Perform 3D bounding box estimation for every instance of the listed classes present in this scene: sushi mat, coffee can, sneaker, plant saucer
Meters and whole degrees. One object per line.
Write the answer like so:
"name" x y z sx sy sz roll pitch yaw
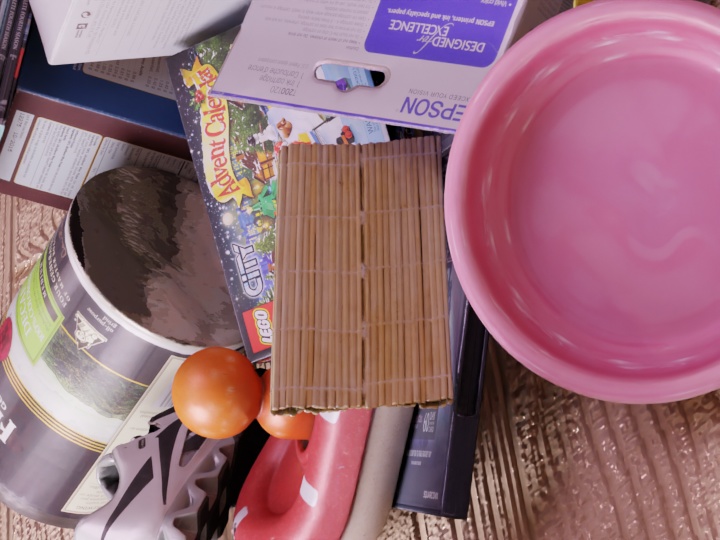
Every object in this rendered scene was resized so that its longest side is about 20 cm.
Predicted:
"sushi mat" 0.000 0.000 1.238 0.012 0.095 0.201 88 -179 -47
"coffee can" -0.163 0.052 1.493 0.200 0.145 0.147 -52 30 38
"sneaker" -0.111 0.115 1.398 0.200 0.088 0.075 -55 -27 -56
"plant saucer" 0.142 -0.035 1.147 0.201 0.200 0.051 -57 -13 8

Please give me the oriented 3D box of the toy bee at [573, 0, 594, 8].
"toy bee" 0.139 -0.074 1.217 0.131 0.108 0.200 46 127 13

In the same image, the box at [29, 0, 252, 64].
"box" -0.110 -0.214 1.442 0.098 0.198 0.125 -56 48 52

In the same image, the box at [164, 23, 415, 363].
"box" -0.031 -0.059 1.398 0.136 0.038 0.202 -21 80 26

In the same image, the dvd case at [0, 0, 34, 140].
"dvd case" -0.235 -0.133 1.486 0.146 0.022 0.201 122 160 -53

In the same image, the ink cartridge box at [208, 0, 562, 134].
"ink cartridge box" 0.029 -0.168 1.306 0.197 0.043 0.201 13 73 39

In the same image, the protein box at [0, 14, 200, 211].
"protein box" -0.129 -0.143 1.546 0.135 0.198 0.200 126 156 -58

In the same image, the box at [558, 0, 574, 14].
"box" 0.074 -0.191 1.378 0.200 0.036 0.145 16 79 61

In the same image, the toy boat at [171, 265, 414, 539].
"toy boat" -0.044 0.076 1.303 0.131 0.130 0.202 -111 31 -65

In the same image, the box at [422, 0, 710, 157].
"box" 0.118 -0.160 1.371 0.200 0.048 0.159 -38 38 36

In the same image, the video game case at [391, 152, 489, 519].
"video game case" 0.048 0.033 1.256 0.143 0.019 0.202 161 116 -79
